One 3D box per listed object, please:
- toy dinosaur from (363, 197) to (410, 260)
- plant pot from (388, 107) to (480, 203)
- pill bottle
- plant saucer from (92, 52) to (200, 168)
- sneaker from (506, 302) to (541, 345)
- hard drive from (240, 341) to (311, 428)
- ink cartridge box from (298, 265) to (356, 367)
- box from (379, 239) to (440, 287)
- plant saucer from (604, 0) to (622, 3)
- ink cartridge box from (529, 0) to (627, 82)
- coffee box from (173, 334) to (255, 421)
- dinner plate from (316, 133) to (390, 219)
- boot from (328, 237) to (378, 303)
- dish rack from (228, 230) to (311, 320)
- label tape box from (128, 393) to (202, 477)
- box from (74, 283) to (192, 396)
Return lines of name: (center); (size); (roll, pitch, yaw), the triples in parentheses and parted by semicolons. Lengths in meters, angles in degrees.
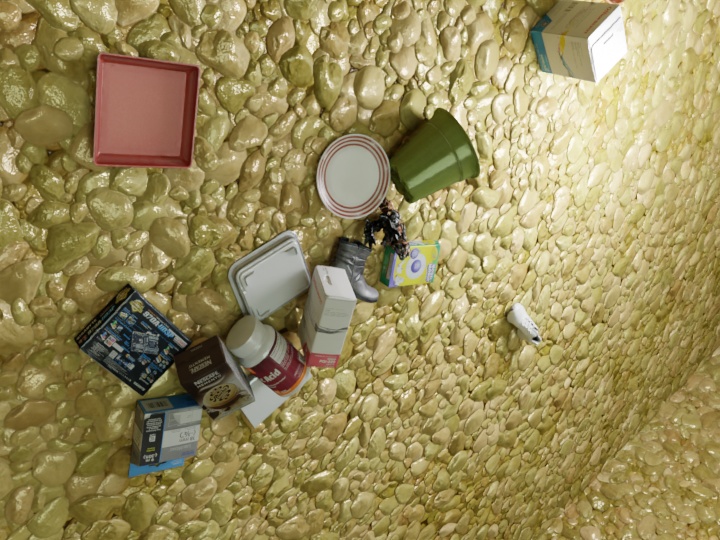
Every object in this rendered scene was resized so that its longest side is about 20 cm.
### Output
toy dinosaur: (0.068, -0.118, 1.741); (0.102, 0.201, 0.136); (-39, -178, 34)
plant pot: (0.169, -0.271, 1.703); (0.188, 0.200, 0.202); (-33, 129, -6)
pill bottle: (-0.221, 0.204, 1.615); (0.115, 0.114, 0.200); (-49, 124, -9)
plant saucer: (-0.410, -0.301, 1.288); (0.196, 0.036, 0.205); (-5, 114, -38)
sneaker: (0.563, 0.181, 2.297); (0.075, 0.087, 0.200); (-49, 132, -6)
hard drive: (-0.227, 0.293, 1.733); (0.199, 0.027, 0.133); (-40, 131, -18)
ink cartridge box: (-0.084, 0.111, 1.644); (0.083, 0.147, 0.204); (5, 119, -19)
box: (0.149, -0.021, 1.883); (0.197, 0.048, 0.120); (-7, 114, -39)
plant saucer: (0.758, -0.889, 1.983); (0.197, 0.032, 0.205); (-18, 120, -32)
ink cartridge box: (0.601, -0.633, 1.859); (0.147, 0.199, 0.146); (-44, 132, -12)
coffee box: (-0.329, 0.249, 1.538); (0.111, 0.081, 0.202); (-26, 143, -4)
dinner plate: (-0.018, -0.227, 1.636); (0.196, 0.024, 0.205); (-6, 105, -23)
boot: (0.000, 0.000, 1.751); (0.198, 0.069, 0.134); (23, 96, -45)
dish rack: (-0.205, 0.021, 1.610); (0.198, 0.043, 0.174); (-33, 129, -22)
label tape box: (-0.452, 0.396, 1.570); (0.142, 0.063, 0.205); (-2, 111, -38)
box: (-0.479, 0.151, 1.441); (0.159, 0.046, 0.201); (-48, 133, -12)
